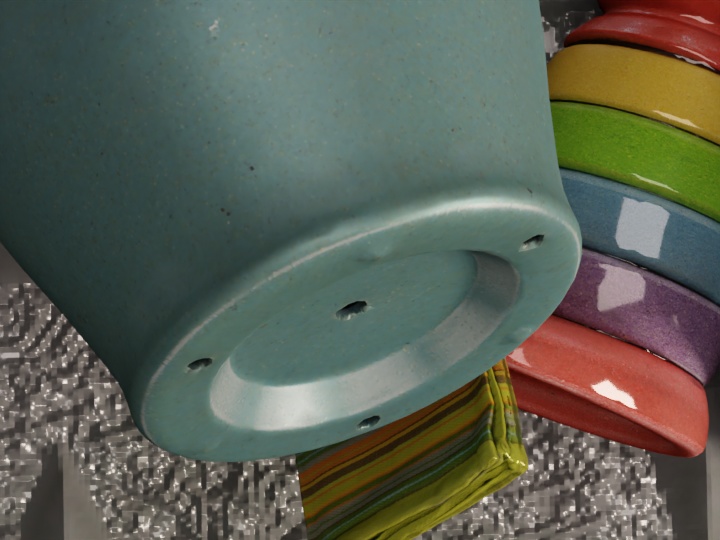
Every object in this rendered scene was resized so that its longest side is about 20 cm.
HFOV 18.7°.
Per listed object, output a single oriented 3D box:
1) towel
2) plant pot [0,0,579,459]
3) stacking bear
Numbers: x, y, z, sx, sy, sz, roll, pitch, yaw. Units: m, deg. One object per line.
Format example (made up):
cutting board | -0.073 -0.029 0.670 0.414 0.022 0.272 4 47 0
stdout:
towel | 0.000 0.000 0.735 0.086 0.018 0.201 -33 49 27
plant pot | -0.031 -0.056 0.643 0.199 0.200 0.189 -22 66 -6
stacking bear | 0.101 -0.046 0.777 0.113 0.121 0.201 22 82 -14
